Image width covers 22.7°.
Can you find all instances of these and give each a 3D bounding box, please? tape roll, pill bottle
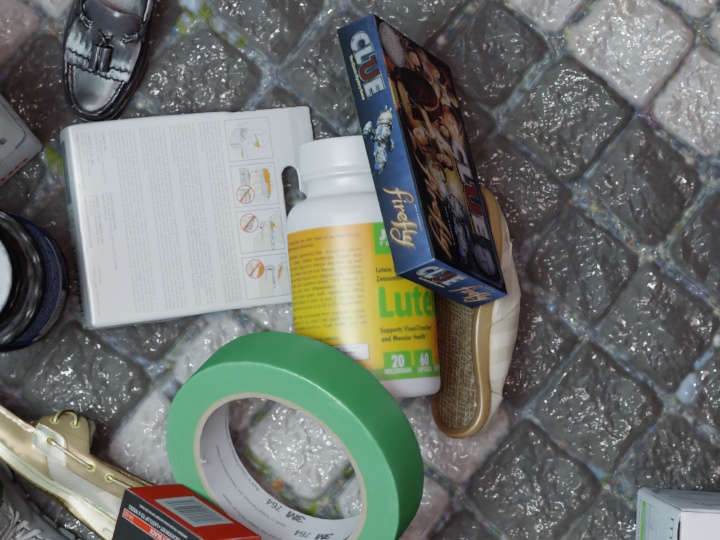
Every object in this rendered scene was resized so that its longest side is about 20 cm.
[{"bbox_3d":[-0.051,0.144,1.355,0.199,0.048,0.201,15,125,23],"label":"tape roll"},{"bbox_3d":[-0.284,0.007,1.336,0.111,0.200,0.113,0,88,-2],"label":"pill bottle"},{"bbox_3d":[0.000,0.000,1.390,0.110,0.111,0.201,-5,87,-2],"label":"pill bottle"}]

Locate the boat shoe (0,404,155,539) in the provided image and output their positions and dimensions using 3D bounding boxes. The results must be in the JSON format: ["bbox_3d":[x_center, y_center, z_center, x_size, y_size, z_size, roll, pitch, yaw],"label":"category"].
[{"bbox_3d":[-0.230,0.144,1.402,0.200,0.074,0.066,40,84,-10],"label":"boat shoe"}]

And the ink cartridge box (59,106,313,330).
[{"bbox_3d":[-0.132,-0.045,1.432,0.199,0.050,0.163,-6,88,-20],"label":"ink cartridge box"}]

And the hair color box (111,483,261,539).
[{"bbox_3d":[-0.151,0.274,1.356,0.101,0.061,0.201,25,105,40],"label":"hair color box"}]

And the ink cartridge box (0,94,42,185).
[{"bbox_3d":[-0.351,-0.109,1.338,0.147,0.200,0.146,-41,88,-3],"label":"ink cartridge box"}]

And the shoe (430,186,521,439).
[{"bbox_3d":[0.090,0.034,1.427,0.070,0.053,0.201,0,84,38],"label":"shoe"}]

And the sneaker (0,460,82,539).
[{"bbox_3d":[-0.266,0.215,1.371,0.075,0.115,0.200,-44,90,-3],"label":"sneaker"}]

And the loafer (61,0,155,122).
[{"bbox_3d":[-0.193,-0.217,1.415,0.072,0.063,0.201,18,87,-1],"label":"loafer"}]

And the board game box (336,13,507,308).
[{"bbox_3d":[0.048,-0.081,1.357,0.034,0.135,0.201,-21,70,22],"label":"board game box"}]

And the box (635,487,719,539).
[{"bbox_3d":[0.263,0.273,1.359,0.096,0.176,0.201,3,87,-2],"label":"box"}]
